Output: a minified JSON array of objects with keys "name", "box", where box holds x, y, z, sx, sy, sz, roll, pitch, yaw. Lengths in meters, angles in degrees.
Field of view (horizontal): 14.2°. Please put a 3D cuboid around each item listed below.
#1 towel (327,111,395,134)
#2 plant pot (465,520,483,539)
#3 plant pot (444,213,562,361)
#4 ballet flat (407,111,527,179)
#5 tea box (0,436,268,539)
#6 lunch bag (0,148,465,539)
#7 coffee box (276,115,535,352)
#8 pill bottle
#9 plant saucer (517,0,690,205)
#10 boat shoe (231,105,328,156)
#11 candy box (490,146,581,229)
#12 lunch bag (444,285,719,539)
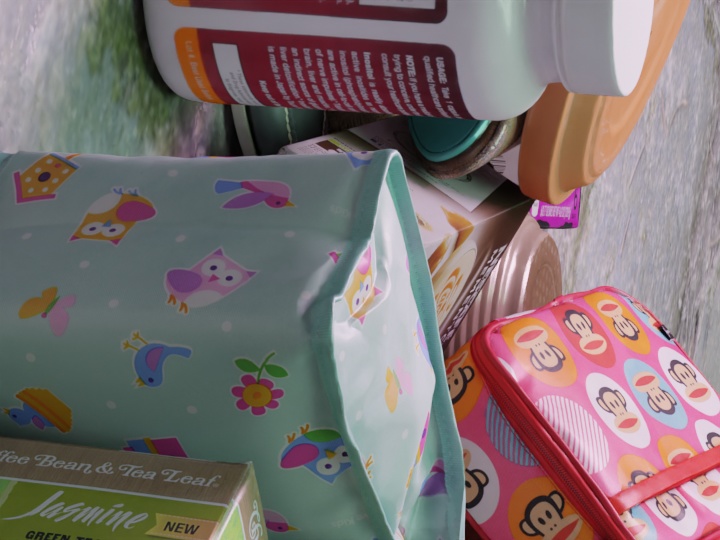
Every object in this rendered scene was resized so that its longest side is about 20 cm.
[{"name":"towel","box":[0.014,-0.140,1.483,0.200,0.036,0.148,-61,150,-54]},{"name":"plant pot","box":[0.067,0.202,1.521,0.195,0.201,0.201,50,47,-56]},{"name":"plant pot","box":[0.055,0.026,1.570,0.201,0.093,0.201,6,90,-74]},{"name":"ballet flat","box":[0.061,-0.100,1.383,0.067,0.068,0.200,45,28,-34]},{"name":"tea box","box":[-0.113,0.193,0.986,0.197,0.134,0.200,-66,155,-49]},{"name":"lunch bag","box":[-0.055,0.059,1.074,0.122,0.170,0.200,-70,155,-43]},{"name":"coffee box","box":[0.000,0.000,1.335,0.114,0.080,0.200,-59,169,16]},{"name":"pill bottle","box":[0.018,-0.121,1.215,0.113,0.200,0.113,5,90,-73]},{"name":"plant saucer","box":[0.129,-0.123,1.376,0.200,0.032,0.200,-61,167,-25]},{"name":"boat shoe","box":[-0.021,-0.129,1.322,0.073,0.062,0.200,-36,129,-68]},{"name":"candy box","box":[0.096,-0.125,1.718,0.136,0.061,0.200,-3,97,-73]},{"name":"lunch bag","box":[0.125,0.101,1.427,0.176,0.082,0.200,53,27,12]}]
